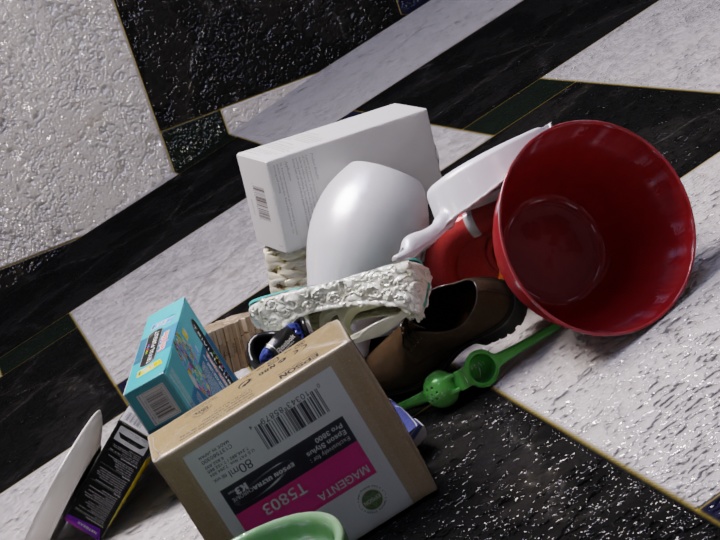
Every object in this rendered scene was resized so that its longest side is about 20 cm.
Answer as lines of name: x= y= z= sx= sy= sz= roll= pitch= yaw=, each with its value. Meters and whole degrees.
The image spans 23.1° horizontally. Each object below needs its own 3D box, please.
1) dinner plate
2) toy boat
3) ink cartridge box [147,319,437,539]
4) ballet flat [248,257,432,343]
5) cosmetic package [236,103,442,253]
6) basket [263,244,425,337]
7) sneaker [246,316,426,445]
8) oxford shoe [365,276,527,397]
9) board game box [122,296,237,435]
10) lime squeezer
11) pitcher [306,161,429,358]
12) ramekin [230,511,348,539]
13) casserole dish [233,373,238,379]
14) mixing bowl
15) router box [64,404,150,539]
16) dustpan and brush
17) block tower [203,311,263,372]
dinner plate: x=-0.322 y=0.246 z=1.915 sx=0.201 sy=0.024 sz=0.200 roll=-62 pitch=1 yaw=2
toy boat: x=0.157 y=-0.009 z=1.768 sx=0.199 sy=0.131 sz=0.131 roll=-24 pitch=27 yaw=26
ink cartridge box: x=-0.058 y=0.166 z=1.526 sx=0.200 sy=0.165 sz=0.075 roll=-32 pitch=17 yaw=-2
ballet flat: x=-0.023 y=0.040 z=1.682 sx=0.199 sy=0.072 sz=0.072 roll=-16 pitch=20 yaw=26
cosmetic package: x=-0.019 y=-0.101 z=1.895 sx=0.199 sy=0.108 sz=0.085 roll=-19 pitch=17 yaw=-23
basket: x=-0.007 y=0.002 z=1.951 sx=0.199 sy=0.124 sz=0.136 roll=-13 pitch=16 yaw=3
sneaker: x=-0.042 y=0.112 z=1.632 sx=0.199 sy=0.115 sz=0.081 roll=28 pitch=67 yaw=36
oxford shoe: x=0.062 y=0.058 z=1.716 sx=0.200 sy=0.084 sz=0.073 roll=-38 pitch=52 yaw=32
board game box: x=-0.159 y=0.131 z=1.696 sx=0.047 sy=0.151 sz=0.200 roll=-28 pitch=17 yaw=9
lime squeezer: x=0.103 y=0.104 z=1.693 sx=0.199 sy=0.038 sz=0.071 roll=-29 pitch=-17 yaw=11
pitcher: x=0.000 y=0.000 z=1.824 sx=0.172 sy=0.121 sz=0.201 roll=57 pitch=-130 yaw=-78
ramekin: x=-0.075 y=0.280 z=1.319 sx=0.199 sy=0.098 sz=0.200 roll=-29 pitch=14 yaw=8
casserole dish: x=-0.166 y=0.167 z=1.916 sx=0.121 sy=0.039 sz=0.200 roll=-49 pitch=5 yaw=-3
mixing bowl: x=0.201 y=-0.029 z=1.642 sx=0.200 sy=0.200 sz=0.108 roll=-37 pitch=1 yaw=-21
router box: x=-0.247 y=0.185 z=1.947 sx=0.149 sy=0.051 sz=0.200 roll=-58 pitch=2 yaw=26
dustpan and brush: x=0.094 y=-0.064 z=1.681 sx=0.199 sy=0.057 sz=0.140 roll=-25 pitch=-7 yaw=-34
block tower: x=-0.149 y=0.084 z=1.944 sx=0.058 sy=0.054 sz=0.200 roll=-13 pitch=3 yaw=19
